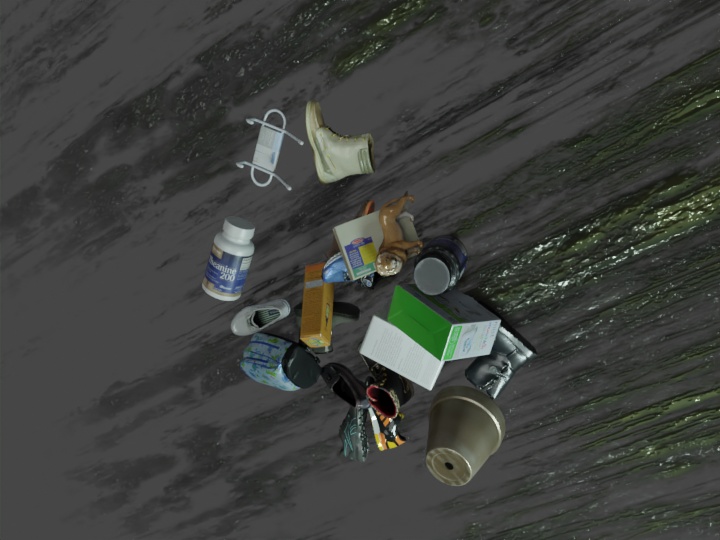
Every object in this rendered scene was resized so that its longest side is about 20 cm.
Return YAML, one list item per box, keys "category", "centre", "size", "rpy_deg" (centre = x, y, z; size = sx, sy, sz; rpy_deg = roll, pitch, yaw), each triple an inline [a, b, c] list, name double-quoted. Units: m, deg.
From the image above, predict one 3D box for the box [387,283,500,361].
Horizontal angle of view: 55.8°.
- category: "box"
  centre: [0.193, 0.111, 1.578]
  size: [0.199, 0.173, 0.099]
  rpy_deg: [35, 116, 43]

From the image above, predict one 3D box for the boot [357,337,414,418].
- category: "boot"
  centre: [0.050, 0.272, 1.719]
  size: [0.073, 0.150, 0.202]
  rpy_deg: [-37, 90, 22]

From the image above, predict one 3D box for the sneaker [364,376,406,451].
- category: "sneaker"
  centre: [0.067, 0.369, 1.790]
  size: [0.087, 0.070, 0.206]
  rpy_deg: [-12, 99, 5]

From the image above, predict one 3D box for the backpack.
- category: "backpack"
  centre: [-0.223, 0.239, 1.800]
  size: [0.198, 0.164, 0.155]
  rpy_deg: [29, 75, 36]

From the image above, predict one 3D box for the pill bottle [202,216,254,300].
- category: "pill bottle"
  centre: [-0.345, -0.033, 1.804]
  size: [0.109, 0.111, 0.204]
  rpy_deg: [24, 109, 12]

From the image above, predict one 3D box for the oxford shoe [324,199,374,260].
- category: "oxford shoe"
  centre: [-0.029, -0.098, 1.704]
  size: [0.072, 0.071, 0.203]
  rpy_deg: [35, 112, 12]

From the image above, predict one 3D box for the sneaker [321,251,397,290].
- category: "sneaker"
  centre: [0.000, 0.000, 1.667]
  size: [0.194, 0.091, 0.079]
  rpy_deg: [-12, 142, -1]

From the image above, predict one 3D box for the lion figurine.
- category: "lion figurine"
  centre: [0.079, -0.089, 1.609]
  size: [0.119, 0.073, 0.206]
  rpy_deg: [-7, 71, -9]

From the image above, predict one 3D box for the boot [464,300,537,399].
- category: "boot"
  centre: [0.306, 0.197, 1.653]
  size: [0.199, 0.076, 0.169]
  rpy_deg: [41, 108, -1]

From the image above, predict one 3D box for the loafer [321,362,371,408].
- category: "loafer"
  centre: [-0.045, 0.298, 1.763]
  size: [0.198, 0.062, 0.074]
  rpy_deg: [27, 114, 42]

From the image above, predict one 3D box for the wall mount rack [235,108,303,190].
- category: "wall mount rack"
  centre: [-0.222, -0.297, 1.719]
  size: [0.170, 0.074, 0.205]
  rpy_deg: [22, 110, 12]

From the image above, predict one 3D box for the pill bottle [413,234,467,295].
- category: "pill bottle"
  centre: [0.184, -0.010, 1.579]
  size: [0.109, 0.200, 0.115]
  rpy_deg: [4, 104, 17]

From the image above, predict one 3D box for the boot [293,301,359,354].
- category: "boot"
  centre: [-0.083, 0.155, 1.793]
  size: [0.195, 0.068, 0.134]
  rpy_deg: [1, 110, 25]

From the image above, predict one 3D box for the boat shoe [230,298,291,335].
- category: "boat shoe"
  centre: [-0.283, 0.127, 1.844]
  size: [0.197, 0.067, 0.075]
  rpy_deg: [-27, 93, 22]

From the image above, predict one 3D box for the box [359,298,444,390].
- category: "box"
  centre: [0.120, 0.177, 1.672]
  size: [0.196, 0.152, 0.109]
  rpy_deg: [26, 111, 12]

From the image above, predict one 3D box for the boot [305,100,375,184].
- category: "boot"
  centre: [-0.048, -0.324, 1.655]
  size: [0.151, 0.072, 0.206]
  rpy_deg: [-8, 105, 21]

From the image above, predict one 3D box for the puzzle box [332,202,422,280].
- category: "puzzle box"
  centre: [0.042, -0.072, 1.637]
  size: [0.196, 0.025, 0.136]
  rpy_deg: [-20, 90, -18]

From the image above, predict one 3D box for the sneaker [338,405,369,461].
- category: "sneaker"
  centre: [-0.022, 0.416, 1.820]
  size: [0.077, 0.075, 0.206]
  rpy_deg: [4, 104, 20]

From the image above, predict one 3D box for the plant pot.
- category: "plant pot"
  centre: [0.238, 0.416, 1.650]
  size: [0.195, 0.174, 0.205]
  rpy_deg: [14, 126, 20]

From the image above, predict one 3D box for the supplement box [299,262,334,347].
- category: "supplement box"
  centre: [-0.108, 0.086, 1.716]
  size: [0.067, 0.067, 0.205]
  rpy_deg: [-11, 59, 19]
